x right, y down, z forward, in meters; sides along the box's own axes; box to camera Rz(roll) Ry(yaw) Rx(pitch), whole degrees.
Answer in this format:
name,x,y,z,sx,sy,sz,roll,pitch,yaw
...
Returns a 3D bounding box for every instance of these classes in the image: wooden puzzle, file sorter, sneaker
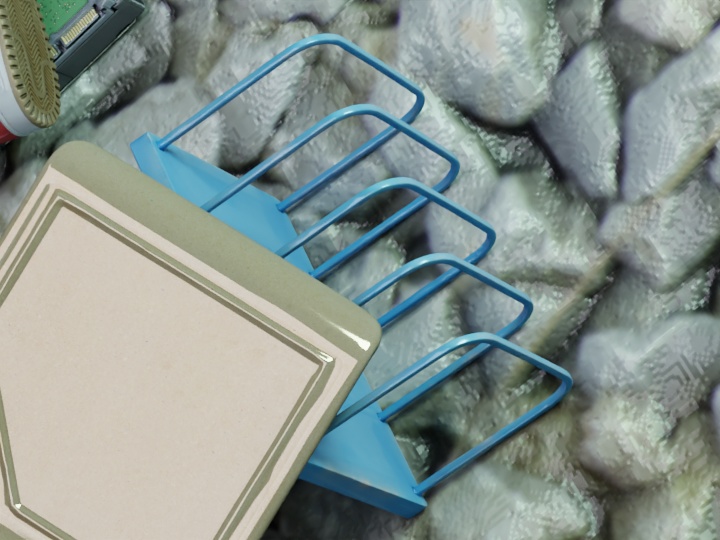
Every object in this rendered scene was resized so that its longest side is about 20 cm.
name,x,y,z,sx,sy,sz,roll,pitch,yaw
wooden puzzle,-0.114,0.064,1.429,0.185,0.037,0.200,31,85,11
file sorter,0.000,0.000,1.513,0.123,0.139,0.200,-35,62,16
sneaker,-0.242,-0.158,1.694,0.112,0.071,0.200,-20,71,23

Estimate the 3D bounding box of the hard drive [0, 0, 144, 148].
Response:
name,x,y,z,sx,sy,sz,roll,pitch,yaw
hard drive,-0.223,-0.182,1.752,0.140,0.038,0.200,-43,59,16
